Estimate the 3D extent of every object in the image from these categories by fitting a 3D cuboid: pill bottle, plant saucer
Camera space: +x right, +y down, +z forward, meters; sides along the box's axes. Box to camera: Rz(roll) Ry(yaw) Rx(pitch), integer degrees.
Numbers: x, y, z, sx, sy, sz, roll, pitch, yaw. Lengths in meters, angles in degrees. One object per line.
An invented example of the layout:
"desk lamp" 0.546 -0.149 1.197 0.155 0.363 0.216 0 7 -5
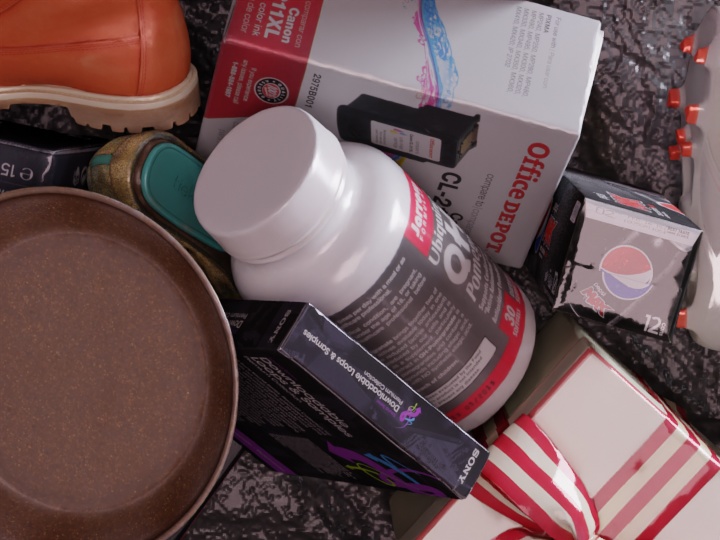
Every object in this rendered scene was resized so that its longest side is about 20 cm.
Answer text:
"pill bottle" 0.000 0.000 1.518 0.111 0.111 0.200 -43 130 4
"plant saucer" -0.153 0.055 1.464 0.200 0.037 0.201 2 98 16

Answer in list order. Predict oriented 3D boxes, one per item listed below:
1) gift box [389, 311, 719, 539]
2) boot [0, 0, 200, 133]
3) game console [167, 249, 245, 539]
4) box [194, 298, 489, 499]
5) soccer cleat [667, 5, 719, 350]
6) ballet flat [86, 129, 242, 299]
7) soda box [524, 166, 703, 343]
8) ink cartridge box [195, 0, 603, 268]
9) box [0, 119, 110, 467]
"gift box" 0.123 0.157 1.572 0.184 0.187 0.200 36 94 -6
"boot" -0.187 -0.143 1.543 0.199 0.075 0.108 5 126 14
"game console" -0.145 0.043 1.631 0.200 0.031 0.177 35 95 -5
"box" -0.038 0.066 1.517 0.143 0.200 0.036 40 72 -27
"soccer cleat" 0.218 -0.053 1.611 0.077 0.069 0.201 -1 105 -6
"ballet flat" -0.077 -0.015 1.569 0.071 0.071 0.200 -48 128 5
"soda box" 0.137 -0.013 1.543 0.071 0.200 0.064 15 97 -3
"ink cartridge box" 0.018 -0.093 1.551 0.199 0.146 0.083 15 57 -2
"box" -0.260 0.007 1.564 0.196 0.117 0.201 12 98 10
